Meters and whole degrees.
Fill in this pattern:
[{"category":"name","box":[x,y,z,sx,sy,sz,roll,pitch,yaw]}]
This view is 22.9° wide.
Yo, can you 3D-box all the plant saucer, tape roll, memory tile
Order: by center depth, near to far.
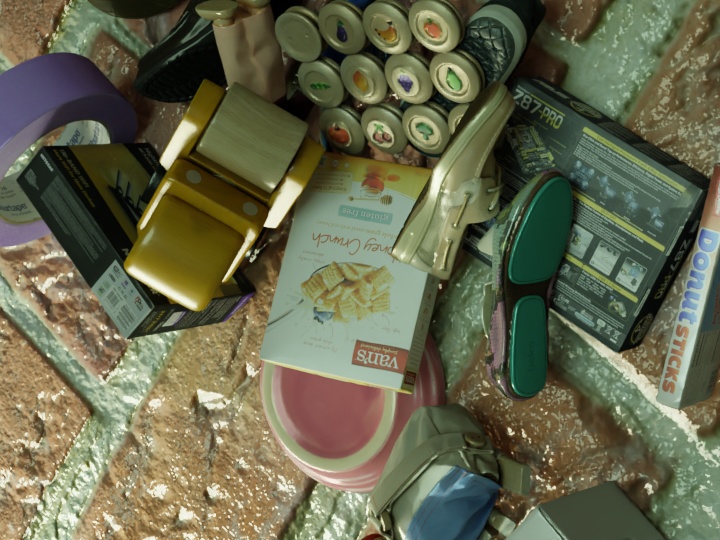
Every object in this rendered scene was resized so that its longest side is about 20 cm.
[{"category":"memory tile","box":[0.023,-0.165,1.535,0.200,0.017,0.153,3,126,40]},{"category":"plant saucer","box":[-0.018,0.109,1.655,0.200,0.051,0.201,3,95,33]},{"category":"tape roll","box":[-0.317,-0.117,1.739,0.066,0.200,0.200,47,117,20]}]

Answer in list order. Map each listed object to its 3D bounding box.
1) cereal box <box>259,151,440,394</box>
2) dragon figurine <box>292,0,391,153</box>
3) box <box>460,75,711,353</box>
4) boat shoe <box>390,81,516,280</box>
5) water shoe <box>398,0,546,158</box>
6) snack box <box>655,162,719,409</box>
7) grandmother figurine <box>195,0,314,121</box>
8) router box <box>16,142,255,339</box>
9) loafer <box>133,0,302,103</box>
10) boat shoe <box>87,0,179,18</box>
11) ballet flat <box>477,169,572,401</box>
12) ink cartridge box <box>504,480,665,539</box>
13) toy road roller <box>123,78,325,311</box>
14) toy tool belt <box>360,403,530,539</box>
[{"category":"cereal box","box":[0.000,0.000,1.597,0.144,0.040,0.200,10,82,23]},{"category":"dragon figurine","box":[-0.006,-0.193,1.613,0.099,0.059,0.200,0,95,33]},{"category":"box","box":[0.183,-0.050,1.509,0.200,0.049,0.161,35,114,26]},{"category":"boat shoe","box":[0.091,-0.072,1.487,0.065,0.072,0.200,28,129,1]},{"category":"water shoe","box":[0.101,-0.168,1.543,0.072,0.079,0.200,44,143,1]},{"category":"snack box","box":[0.285,0.011,1.434,0.024,0.072,0.200,20,105,31]},{"category":"grandmother figurine","box":[-0.090,-0.159,1.643,0.061,0.121,0.200,-138,34,-58]},{"category":"router box","box":[-0.214,-0.033,1.706,0.052,0.157,0.200,-46,71,28]},{"category":"loafer","box":[-0.138,-0.233,1.699,0.200,0.073,0.071,-34,55,23]},{"category":"boat shoe","box":[-0.192,-0.302,1.725,0.200,0.073,0.065,-16,54,43]},{"category":"ballet flat","box":[0.130,0.009,1.492,0.071,0.069,0.200,23,113,52]},{"category":"ink cartridge box","box":[0.149,0.279,1.505,0.084,0.146,0.200,50,117,21]},{"category":"toy road roller","box":[-0.132,-0.057,1.581,0.123,0.146,0.200,29,141,-7]},{"category":"toy tool belt","box":[0.070,0.224,1.567,0.123,0.125,0.200,39,115,33]}]
